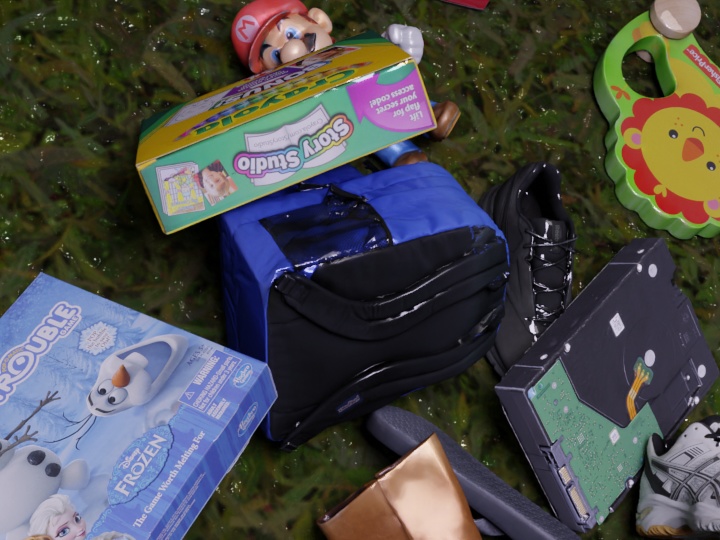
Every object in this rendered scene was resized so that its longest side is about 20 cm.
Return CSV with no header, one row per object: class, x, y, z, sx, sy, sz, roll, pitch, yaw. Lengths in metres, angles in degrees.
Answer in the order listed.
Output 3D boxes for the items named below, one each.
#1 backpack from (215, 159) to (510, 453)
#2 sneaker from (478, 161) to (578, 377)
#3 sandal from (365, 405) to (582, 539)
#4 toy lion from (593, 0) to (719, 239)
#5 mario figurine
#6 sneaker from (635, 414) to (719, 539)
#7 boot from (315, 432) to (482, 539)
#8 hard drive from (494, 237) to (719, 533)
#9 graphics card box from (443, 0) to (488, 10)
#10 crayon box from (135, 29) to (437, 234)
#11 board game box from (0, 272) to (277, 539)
backpack,0.000,0.000,0.876,0.197,0.164,0.168,-15,45,-19
sneaker,0.139,0.004,0.969,0.075,0.091,0.203,2,65,-20
sandal,0.081,0.169,0.881,0.199,0.076,0.043,37,99,4
toy lion,0.292,-0.135,1.116,0.191,0.069,0.200,-39,81,-23
mario figurine,-0.020,-0.150,0.983,0.199,0.106,0.124,33,60,-3
sneaker,0.258,0.144,0.852,0.075,0.200,0.089,11,75,-21
boot,0.095,0.203,0.835,0.187,0.068,0.202,-31,86,2
hard drive,0.198,0.086,0.944,0.200,0.038,0.141,-43,114,-32
graphics card box,0.069,-0.353,1.148,0.124,0.051,0.203,10,61,-14
crayon box,-0.060,-0.107,0.872,0.198,0.173,0.059,-22,108,-2
board game box,-0.188,0.112,0.777,0.197,0.044,0.201,18,54,24
